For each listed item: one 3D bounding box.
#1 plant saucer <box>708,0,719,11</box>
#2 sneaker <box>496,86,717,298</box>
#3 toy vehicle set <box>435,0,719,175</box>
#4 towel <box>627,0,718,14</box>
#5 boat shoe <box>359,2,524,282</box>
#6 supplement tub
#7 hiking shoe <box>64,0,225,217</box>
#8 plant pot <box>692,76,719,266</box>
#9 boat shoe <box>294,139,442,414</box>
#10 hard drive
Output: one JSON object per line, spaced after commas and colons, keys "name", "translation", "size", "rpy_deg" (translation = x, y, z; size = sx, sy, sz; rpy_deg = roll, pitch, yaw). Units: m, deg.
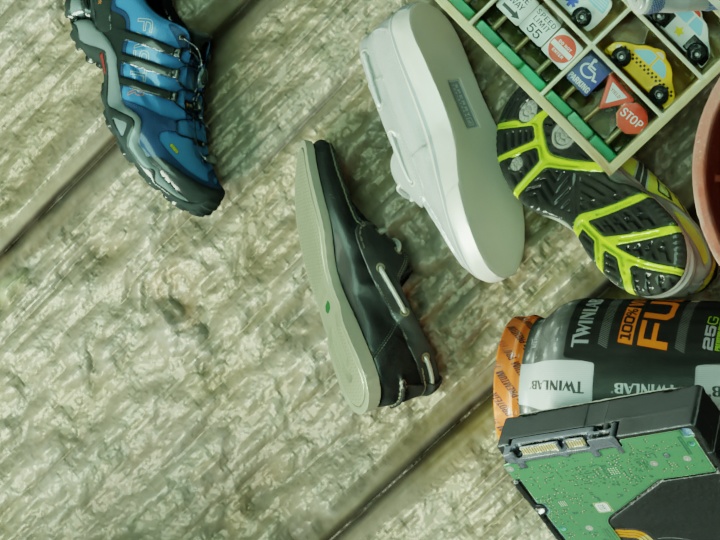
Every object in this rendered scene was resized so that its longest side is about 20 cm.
{"name": "plant saucer", "translation": [0.273, -0.234, 1.315], "size": [0.050, 0.200, 0.200], "rpy_deg": [-37, 71, 57]}
{"name": "sneaker", "translation": [0.160, -0.049, 1.413], "size": [0.075, 0.076, 0.200], "rpy_deg": [-46, 55, 19]}
{"name": "toy vehicle set", "translation": [0.132, -0.173, 1.339], "size": [0.200, 0.027, 0.124], "rpy_deg": [44, 101, -3]}
{"name": "towel", "translation": [0.224, -0.234, 1.337], "size": [0.024, 0.200, 0.147], "rpy_deg": [-40, 65, 54]}
{"name": "boat shoe", "translation": [0.050, -0.081, 1.458], "size": [0.068, 0.072, 0.200], "rpy_deg": [-26, 85, 40]}
{"name": "supplement tub", "translation": [0.193, 0.079, 1.363], "size": [0.200, 0.123, 0.123], "rpy_deg": [1, 88, 20]}
{"name": "hiking shoe", "translation": [-0.140, -0.136, 1.525], "size": [0.087, 0.074, 0.200], "rpy_deg": [-31, 77, 18]}
{"name": "plant pot", "translation": [0.319, -0.053, 1.282], "size": [0.200, 0.195, 0.201], "rpy_deg": [-1, 87, 20]}
{"name": "boat shoe", "translation": [0.000, 0.000, 1.482], "size": [0.068, 0.072, 0.200], "rpy_deg": [-13, 73, -17]}
{"name": "hard drive", "translation": [0.191, 0.155, 1.325], "size": [0.140, 0.200, 0.038], "rpy_deg": [-14, 41, 33]}
